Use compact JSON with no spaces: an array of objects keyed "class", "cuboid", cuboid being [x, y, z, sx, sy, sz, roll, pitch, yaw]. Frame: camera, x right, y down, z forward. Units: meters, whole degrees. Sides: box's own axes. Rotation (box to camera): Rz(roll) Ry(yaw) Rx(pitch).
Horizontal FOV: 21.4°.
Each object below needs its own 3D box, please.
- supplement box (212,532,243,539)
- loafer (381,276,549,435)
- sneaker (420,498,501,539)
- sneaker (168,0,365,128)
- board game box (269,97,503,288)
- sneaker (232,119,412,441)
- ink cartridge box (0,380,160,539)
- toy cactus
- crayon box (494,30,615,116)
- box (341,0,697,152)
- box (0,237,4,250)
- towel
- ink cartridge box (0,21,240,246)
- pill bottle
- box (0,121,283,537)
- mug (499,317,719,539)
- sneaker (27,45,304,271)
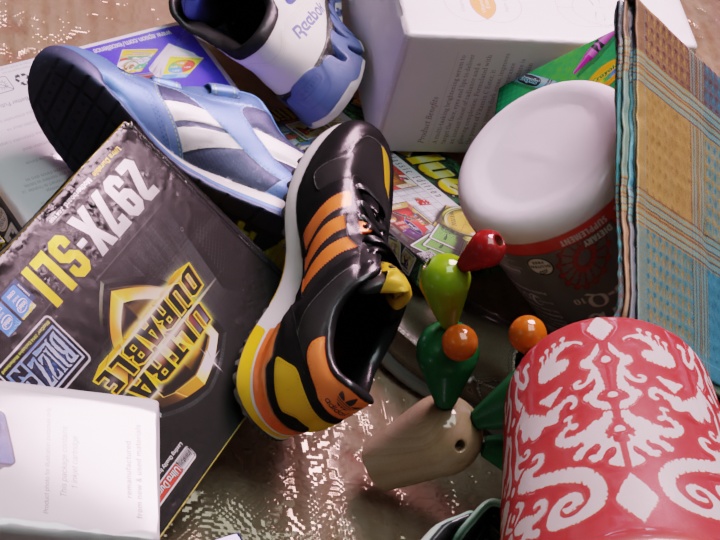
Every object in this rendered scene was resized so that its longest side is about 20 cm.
[{"class":"supplement box","cuboid":[-0.103,0.250,0.804,0.199,0.135,0.200,-12,53,-34]},{"class":"loafer","cuboid":[0.085,0.053,1.145,0.200,0.070,0.075,35,43,12]},{"class":"sneaker","cuboid":[0.083,0.159,0.998,0.074,0.119,0.200,41,43,21]},{"class":"sneaker","cuboid":[-0.070,-0.188,1.267,0.115,0.081,0.200,34,20,-34]},{"class":"board game box","cuboid":[0.022,-0.055,1.227,0.104,0.024,0.200,-10,37,-37]},{"class":"sneaker","cuboid":[0.000,0.000,1.051,0.070,0.090,0.201,39,54,-35]},{"class":"ink cartridge box","cuboid":[-0.205,0.122,0.881,0.199,0.146,0.088,10,45,-17]},{"class":"toy cactus","cuboid":[0.073,0.068,1.044,0.200,0.165,0.103,43,32,-35]},{"class":"crayon box","cuboid":[0.191,-0.061,1.205,0.200,0.118,0.058,38,47,-31]},{"class":"box","cuboid":[0.099,-0.167,1.271,0.199,0.107,0.153,1,50,-15]},{"class":"box","cuboid":[-0.284,-0.053,1.083,0.064,0.070,0.200,-16,55,-38]},{"class":"towel","cuboid":[0.175,-0.034,1.058,0.147,0.022,0.201,30,57,-52]},{"class":"ink cartridge box","cuboid":[-0.137,-0.055,1.170,0.198,0.043,0.200,-20,62,-38]},{"class":"pill bottle","cuboid":[0.151,-0.009,1.138,0.200,0.115,0.116,50,24,-39]},{"class":"box","cuboid":[-0.129,0.036,1.029,0.160,0.049,0.200,44,46,-8]},{"class":"mug","cuboid":[0.116,0.136,0.897,0.133,0.178,0.200,16,30,-8]},{"class":"sneaker","cuboid":[-0.104,-0.075,1.125,0.200,0.074,0.082,33,48,-10]}]
